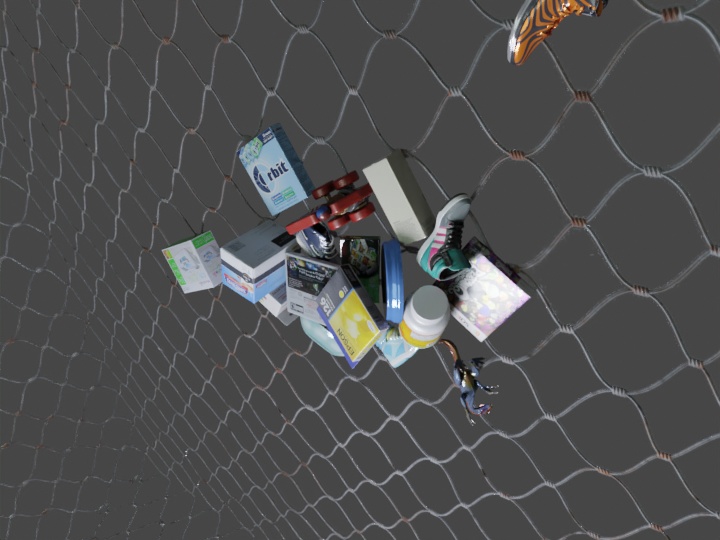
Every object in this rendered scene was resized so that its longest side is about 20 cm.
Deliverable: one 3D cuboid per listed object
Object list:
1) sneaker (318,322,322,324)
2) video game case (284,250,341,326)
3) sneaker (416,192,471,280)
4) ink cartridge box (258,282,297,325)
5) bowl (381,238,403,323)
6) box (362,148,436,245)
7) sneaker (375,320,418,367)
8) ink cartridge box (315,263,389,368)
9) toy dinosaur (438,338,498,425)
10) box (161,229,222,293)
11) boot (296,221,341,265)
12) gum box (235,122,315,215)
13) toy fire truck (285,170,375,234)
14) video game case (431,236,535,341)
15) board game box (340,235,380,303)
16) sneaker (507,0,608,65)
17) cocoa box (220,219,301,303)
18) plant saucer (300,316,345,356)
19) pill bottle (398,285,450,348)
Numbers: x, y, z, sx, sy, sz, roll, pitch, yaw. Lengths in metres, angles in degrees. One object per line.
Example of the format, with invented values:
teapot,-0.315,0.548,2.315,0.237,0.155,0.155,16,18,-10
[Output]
sneaker,-0.116,0.111,1.557,0.199,0.099,0.071,-11,113,45
video game case,-0.127,0.053,1.462,0.199,0.023,0.183,16,117,35
sneaker,0.200,-0.055,1.148,0.121,0.083,0.201,57,135,37
ink cartridge box,-0.252,0.056,1.622,0.200,0.115,0.068,41,137,9
bowl,0.074,0.025,1.277,0.039,0.201,0.202,-2,124,-1
box,0.092,-0.164,1.216,0.082,0.068,0.201,-15,107,44
sneaker,0.099,0.172,1.434,0.131,0.079,0.200,45,136,4
ink cartridge box,-0.037,0.122,1.349,0.198,0.047,0.200,56,131,22
toy dinosaur,0.289,0.292,1.387,0.182,0.104,0.201,80,168,-44
box,-0.560,-0.028,1.840,0.199,0.097,0.178,-9,109,42
boot,-0.093,-0.056,1.442,0.200,0.073,0.090,45,143,7
gum box,-0.227,-0.265,1.433,0.169,0.044,0.201,-17,105,45
toy fire truck,-0.070,-0.149,1.290,0.199,0.168,0.113,-15,108,45
video game case,0.271,0.048,1.234,0.181,0.036,0.200,43,137,9
board game box,0.000,0.000,1.404,0.104,0.024,0.201,1,123,0
sneaker,0.318,-0.408,0.853,0.112,0.077,0.201,36,135,17
cocoa box,-0.280,-0.029,1.525,0.133,0.200,0.132,29,134,23
plant saucer,-0.112,0.201,1.588,0.200,0.039,0.201,36,166,10
pill bottle,0.152,0.108,1.264,0.111,0.111,0.200,37,162,14
